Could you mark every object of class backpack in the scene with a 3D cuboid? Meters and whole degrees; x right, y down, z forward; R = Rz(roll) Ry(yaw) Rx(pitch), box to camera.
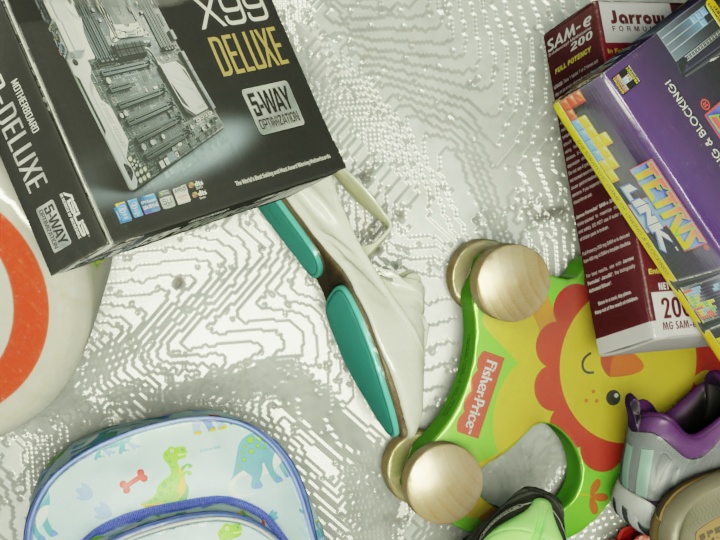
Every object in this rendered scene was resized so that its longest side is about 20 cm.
[{"bbox_3d":[-0.099,0.183,0.838,0.181,0.147,0.202,-14,89,-9],"label":"backpack"}]

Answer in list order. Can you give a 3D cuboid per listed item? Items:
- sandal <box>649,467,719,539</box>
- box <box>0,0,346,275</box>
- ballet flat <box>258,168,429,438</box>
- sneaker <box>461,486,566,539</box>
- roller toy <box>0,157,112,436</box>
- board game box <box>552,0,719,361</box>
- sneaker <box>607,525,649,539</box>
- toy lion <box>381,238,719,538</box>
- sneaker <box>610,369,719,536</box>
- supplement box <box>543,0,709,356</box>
[{"bbox_3d":[0.257,0.123,0.841,0.199,0.055,0.082,-19,97,-16],"label":"sandal"},{"bbox_3d":[-0.109,-0.099,0.771,0.050,0.199,0.159,-24,89,36],"label":"box"},{"bbox_3d":[0.000,0.000,0.883,0.069,0.069,0.201,-29,81,-6],"label":"ballet flat"},{"bbox_3d":[0.076,0.206,0.868,0.076,0.084,0.201,27,126,1],"label":"sneaker"},{"bbox_3d":[-0.232,-0.009,0.812,0.198,0.140,0.184,14,111,-7],"label":"roller toy"},{"bbox_3d":[0.226,-0.059,0.839,0.165,0.057,0.201,-38,96,-30],"label":"board game box"},{"bbox_3d":[0.154,0.222,0.910,0.200,0.067,0.109,-20,91,-10],"label":"sneaker"},{"bbox_3d":[0.132,0.076,0.914,0.190,0.069,0.202,20,88,-14],"label":"toy lion"},{"bbox_3d":[0.244,0.099,0.892,0.198,0.074,0.088,-9,110,-24],"label":"sneaker"},{"bbox_3d":[0.183,-0.056,0.884,0.108,0.061,0.202,-4,78,-26],"label":"supplement box"}]
